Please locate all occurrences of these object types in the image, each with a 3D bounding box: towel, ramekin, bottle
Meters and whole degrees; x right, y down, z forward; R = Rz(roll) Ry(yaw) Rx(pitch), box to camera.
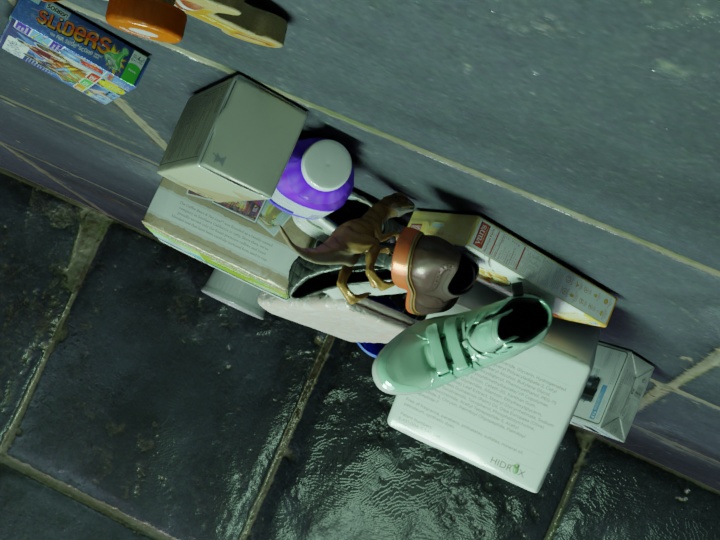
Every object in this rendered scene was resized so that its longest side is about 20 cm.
[{"bbox_3d":[-0.016,0.065,1.632,0.190,0.033,0.199,22,164,-39],"label":"towel"},{"bbox_3d":[-0.351,0.057,3.363,0.199,0.098,0.200,24,173,3],"label":"ramekin"},{"bbox_3d":[-0.049,-0.095,1.175,0.083,0.066,0.200,20,174,-9],"label":"bottle"}]

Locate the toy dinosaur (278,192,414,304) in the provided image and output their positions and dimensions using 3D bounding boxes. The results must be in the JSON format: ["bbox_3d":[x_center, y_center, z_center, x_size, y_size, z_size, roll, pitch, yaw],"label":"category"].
[{"bbox_3d":[-0.015,-0.020,1.177,0.060,0.107,0.199,-20,-174,42],"label":"toy dinosaur"}]

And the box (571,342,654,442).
[{"bbox_3d":[0.302,0.154,1.637,0.060,0.118,0.199,29,173,-36],"label":"box"}]

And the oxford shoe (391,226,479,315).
[{"bbox_3d":[0.085,0.013,1.191,0.072,0.072,0.200,14,173,17],"label":"oxford shoe"}]

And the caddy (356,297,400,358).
[{"bbox_3d":[0.079,0.078,1.746,0.199,0.143,0.105,19,175,34],"label":"caddy"}]

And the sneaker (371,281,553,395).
[{"bbox_3d":[0.105,0.070,1.206,0.199,0.074,0.118,-20,170,-3],"label":"sneaker"}]

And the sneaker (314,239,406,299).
[{"bbox_3d":[0.000,0.000,1.486,0.199,0.087,0.075,11,-131,-42],"label":"sneaker"}]

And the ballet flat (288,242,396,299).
[{"bbox_3d":[0.005,0.005,1.327,0.198,0.057,0.066,-5,151,34],"label":"ballet flat"}]

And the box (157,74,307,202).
[{"bbox_3d":[-0.130,-0.123,1.135,0.077,0.096,0.200,26,175,-20],"label":"box"}]

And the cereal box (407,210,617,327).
[{"bbox_3d":[0.158,-0.003,1.252,0.199,0.040,0.144,28,173,-24],"label":"cereal box"}]

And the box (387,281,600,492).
[{"bbox_3d":[0.165,0.121,1.390,0.199,0.173,0.199,24,-164,10],"label":"box"}]

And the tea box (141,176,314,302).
[{"bbox_3d":[-0.155,-0.066,1.498,0.199,0.135,0.197,25,173,1],"label":"tea box"}]

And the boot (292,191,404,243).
[{"bbox_3d":[0.015,-0.038,1.364,0.199,0.074,0.096,23,173,-14],"label":"boot"}]

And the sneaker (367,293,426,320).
[{"bbox_3d":[0.046,0.002,1.630,0.199,0.078,0.090,23,-159,-33],"label":"sneaker"}]

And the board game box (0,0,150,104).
[{"bbox_3d":[-0.300,-0.225,1.198,0.135,0.035,0.200,28,173,-21],"label":"board game box"}]

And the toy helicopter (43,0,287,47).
[{"bbox_3d":[-0.121,-0.180,0.759,0.131,0.080,0.199,13,-179,30],"label":"toy helicopter"}]
